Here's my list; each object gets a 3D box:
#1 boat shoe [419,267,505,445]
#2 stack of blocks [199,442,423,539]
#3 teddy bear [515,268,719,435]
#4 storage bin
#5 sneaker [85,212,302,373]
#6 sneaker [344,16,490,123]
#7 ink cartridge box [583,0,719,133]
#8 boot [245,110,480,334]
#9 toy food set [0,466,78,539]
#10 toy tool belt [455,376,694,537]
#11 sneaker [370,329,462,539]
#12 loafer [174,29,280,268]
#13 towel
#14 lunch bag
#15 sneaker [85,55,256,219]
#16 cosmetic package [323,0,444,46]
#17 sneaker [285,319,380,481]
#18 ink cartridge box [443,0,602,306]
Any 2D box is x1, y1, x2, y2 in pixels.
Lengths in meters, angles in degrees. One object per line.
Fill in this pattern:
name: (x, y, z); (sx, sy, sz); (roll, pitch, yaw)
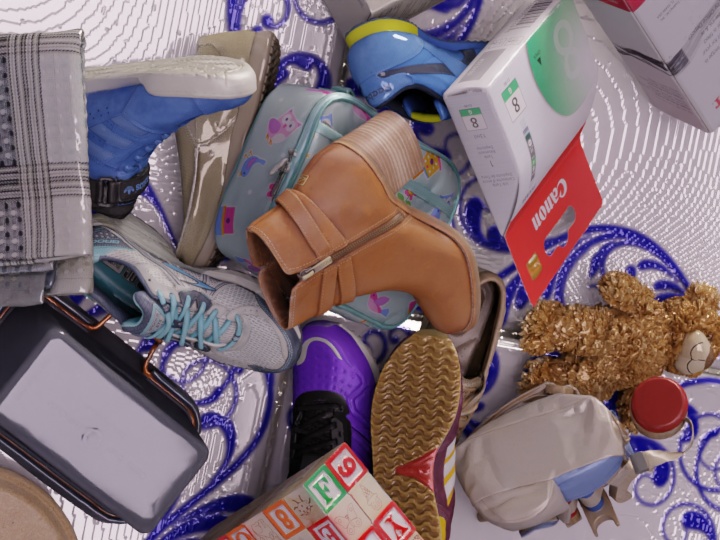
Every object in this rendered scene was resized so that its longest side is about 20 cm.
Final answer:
boat shoe: (0.067, 0.093, 1.573); (0.071, 0.064, 0.202); (16, 91, -19)
stack of blocks: (-0.046, 0.226, 1.470); (0.115, 0.200, 0.059); (51, 46, -3)
teddy bear: (0.224, 0.068, 1.622); (0.198, 0.067, 0.146); (11, 94, -19)
storage bin: (-0.201, 0.105, 1.449); (0.200, 0.134, 0.146); (41, 83, -19)
sneaker: (-0.141, 0.032, 1.443); (0.199, 0.086, 0.078); (26, 116, 3)
sneaker: (0.066, -0.143, 1.511); (0.199, 0.066, 0.079); (6, 63, -48)
ink cartridge box: (0.268, -0.236, 1.565); (0.145, 0.083, 0.200); (-48, 129, -8)
boot: (0.000, 0.000, 1.417); (0.155, 0.073, 0.201); (-41, 119, -27)
toy food set: (-0.313, 0.244, 1.471); (0.198, 0.049, 0.200); (8, 93, -19)
toy tool belt: (0.180, 0.155, 1.577); (0.199, 0.123, 0.126); (-22, 64, 4)
sneaker: (0.043, 0.149, 1.528); (0.074, 0.090, 0.202); (7, 84, 7)
loafer: (-0.115, -0.095, 1.491); (0.068, 0.076, 0.202); (16, 97, 8)
towel: (-0.289, -0.072, 1.403); (0.191, 0.035, 0.202); (-3, 90, 9)
lunch bag: (-0.014, -0.052, 1.488); (0.199, 0.077, 0.161); (28, 86, -47)
sneaker: (-0.162, -0.098, 1.434); (0.198, 0.077, 0.112); (-3, 106, 21)
cosmetic package: (0.067, -0.261, 1.510); (0.199, 0.104, 0.073); (-28, 86, -14)
sneaker: (-0.025, 0.143, 1.520); (0.069, 0.099, 0.202); (-4, 99, 24)
ink cartridge box: (0.151, -0.098, 1.531); (0.161, 0.050, 0.201); (-50, 123, -43)
